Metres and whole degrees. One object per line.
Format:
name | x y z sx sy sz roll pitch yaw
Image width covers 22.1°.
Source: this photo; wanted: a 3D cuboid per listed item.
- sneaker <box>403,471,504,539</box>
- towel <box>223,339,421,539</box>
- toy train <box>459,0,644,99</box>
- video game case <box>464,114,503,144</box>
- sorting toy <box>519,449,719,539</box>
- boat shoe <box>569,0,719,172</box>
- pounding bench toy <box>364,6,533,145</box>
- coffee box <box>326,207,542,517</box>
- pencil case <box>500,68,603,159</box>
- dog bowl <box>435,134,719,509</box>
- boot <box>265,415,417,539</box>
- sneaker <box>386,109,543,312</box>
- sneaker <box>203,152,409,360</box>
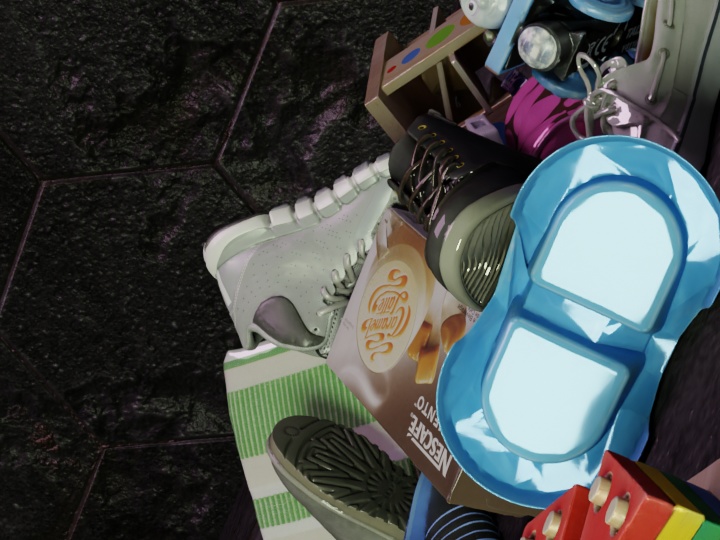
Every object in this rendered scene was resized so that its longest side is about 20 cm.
sneaker | 0.060 0.174 1.055 0.200 0.078 0.070 -71 -7 -59
towel | -0.017 0.136 1.271 0.152 0.200 0.023 -19 -3 34
toy train | 0.143 -0.178 1.205 0.200 0.114 0.087 -28 -33 -49
video game case | 0.104 -0.033 1.257 0.200 0.018 0.143 -77 -31 -82
sorting toy | 0.099 0.161 0.726 0.199 0.069 0.200 122 169 -64
boat shoe | 0.162 -0.100 1.084 0.075 0.086 0.202 124 167 -70
pounding bench toy | 0.128 -0.123 1.436 0.156 0.200 0.124 -32 23 22
coffee box | 0.065 0.052 1.103 0.200 0.080 0.115 46 118 60
pencil case | 0.144 -0.088 1.262 0.094 0.091 0.200 -59 9 15
dog bowl | 0.116 0.024 0.955 0.200 0.111 0.050 -67 -9 14
boot | -0.018 0.214 1.224 0.073 0.182 0.200 -43 -13 -52
sneaker | 0.049 -0.036 1.025 0.075 0.106 0.200 -67 -16 14
sneaker | 0.000 0.000 1.210 0.075 0.200 0.116 18 -128 -64
